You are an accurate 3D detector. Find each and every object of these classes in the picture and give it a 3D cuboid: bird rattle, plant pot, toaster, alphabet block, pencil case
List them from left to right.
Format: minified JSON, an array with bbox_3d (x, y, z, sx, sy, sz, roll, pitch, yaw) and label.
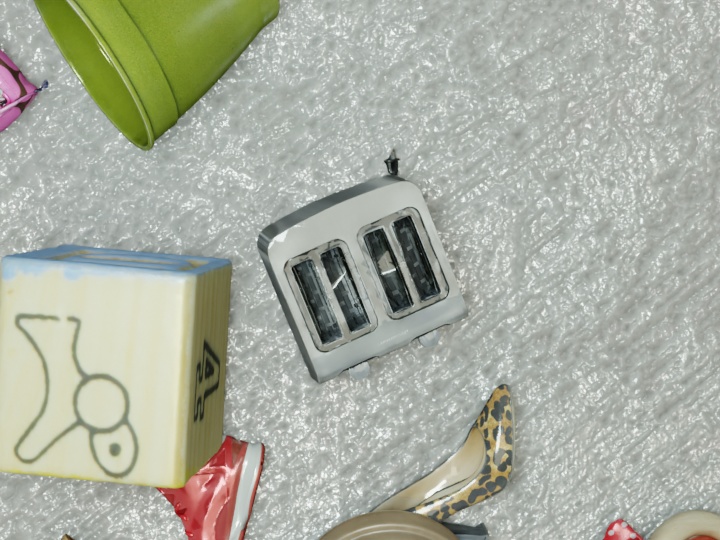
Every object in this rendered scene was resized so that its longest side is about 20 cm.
[{"bbox_3d":[-0.407,-0.230,1.273,0.091,0.094,0.200,-41,99,-3],"label":"pencil case"},{"bbox_3d":[-0.238,0.087,1.260,0.193,0.196,0.202,6,95,7],"label":"alphabet block"},{"bbox_3d":[-0.190,-0.257,1.266,0.192,0.200,0.201,-38,100,-15],"label":"plant pot"},{"bbox_3d":[0.000,0.000,1.344,0.179,0.119,0.202,-23,98,-7],"label":"toaster"},{"bbox_3d":[0.031,0.366,1.369,0.199,0.093,0.203,-1,113,-3],"label":"plant pot"},{"bbox_3d":[0.364,0.346,1.455,0.163,0.113,0.200,-44,87,-14],"label":"bird rattle"}]

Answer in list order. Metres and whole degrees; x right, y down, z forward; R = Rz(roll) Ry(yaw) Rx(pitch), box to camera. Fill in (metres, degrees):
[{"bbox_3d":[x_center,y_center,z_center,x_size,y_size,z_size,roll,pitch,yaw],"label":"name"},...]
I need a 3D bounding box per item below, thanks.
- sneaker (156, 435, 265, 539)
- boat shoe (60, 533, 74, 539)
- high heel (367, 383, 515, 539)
[{"bbox_3d":[-0.179,0.269,1.375,0.114,0.078,0.202,16,81,-1],"label":"sneaker"},{"bbox_3d":[-0.273,0.374,1.362,0.070,0.070,0.201,-37,100,-8],"label":"boat shoe"},{"bbox_3d":[0.089,0.213,1.398,0.141,0.071,0.202,9,103,-16],"label":"high heel"}]
